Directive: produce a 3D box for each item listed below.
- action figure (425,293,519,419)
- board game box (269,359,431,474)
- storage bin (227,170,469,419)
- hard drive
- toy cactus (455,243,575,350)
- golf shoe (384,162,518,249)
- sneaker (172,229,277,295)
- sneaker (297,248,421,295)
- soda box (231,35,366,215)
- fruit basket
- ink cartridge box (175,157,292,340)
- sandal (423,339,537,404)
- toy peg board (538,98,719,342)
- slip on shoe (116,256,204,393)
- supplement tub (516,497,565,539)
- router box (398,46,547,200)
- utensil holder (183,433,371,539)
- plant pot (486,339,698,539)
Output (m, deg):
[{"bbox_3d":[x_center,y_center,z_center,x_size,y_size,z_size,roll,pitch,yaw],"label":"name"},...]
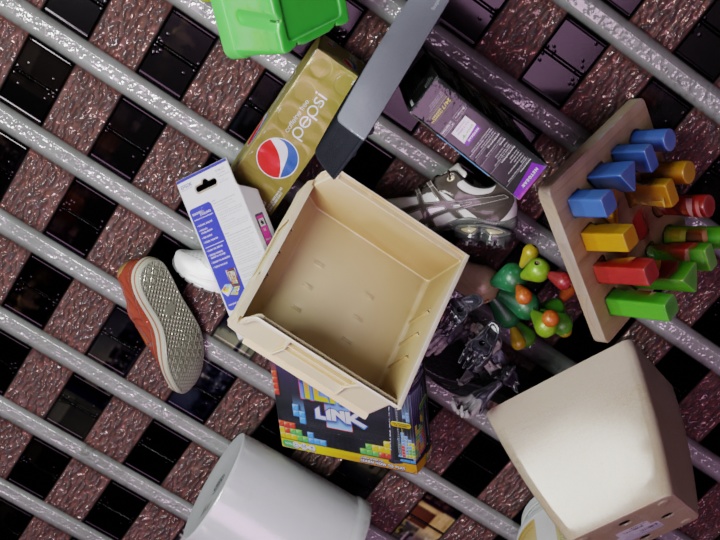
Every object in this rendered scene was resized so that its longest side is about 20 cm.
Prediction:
[{"bbox_3d":[0.127,0.102,1.334,0.101,0.119,0.200,-35,156,-4],"label":"action figure"},{"bbox_3d":[-0.013,0.158,1.423,0.197,0.057,0.168,7,120,25],"label":"board game box"},{"bbox_3d":[-0.014,0.024,1.248,0.197,0.202,0.094,33,154,-11],"label":"storage bin"},{"bbox_3d":[0.022,-0.201,1.173,0.042,0.202,0.135,32,160,-6],"label":"hard drive"},{"bbox_3d":[0.180,0.022,1.339,0.163,0.200,0.103,24,76,13],"label":"toy cactus"},{"bbox_3d":[0.089,-0.081,1.334,0.196,0.078,0.096,6,94,4],"label":"golf shoe"},{"bbox_3d":[-0.131,-0.012,1.384,0.196,0.075,0.089,6,105,-6],"label":"sneaker"},{"bbox_3d":[0.001,0.000,1.357,0.197,0.095,0.070,15,162,-19],"label":"sneaker"},{"bbox_3d":[-0.075,-0.167,1.295,0.067,0.064,0.201,32,114,-13],"label":"soda box"},{"bbox_3d":[-0.125,-0.335,1.190,0.154,0.214,0.218,-31,118,-26],"label":"fruit basket"},{"bbox_3d":[-0.139,-0.026,1.308,0.094,0.037,0.203,-18,97,40],"label":"ink cartridge box"},{"bbox_3d":[0.131,0.133,1.433,0.198,0.076,0.048,27,134,-10],"label":"sandal"},{"bbox_3d":[0.317,-0.056,1.243,0.097,0.200,0.201,4,127,48],"label":"toy peg board"},{"bbox_3d":[-0.252,0.068,1.433,0.061,0.074,0.202,9,131,38],"label":"slip on shoe"},{"bbox_3d":[0.278,0.394,1.480,0.142,0.201,0.147,2,118,3],"label":"supplement tub"},{"bbox_3d":[0.113,-0.164,1.207,0.148,0.200,0.051,36,105,-14],"label":"router box"},{"bbox_3d":[-0.111,0.333,1.497,0.198,0.171,0.171,33,115,-9],"label":"utensil holder"},{"bbox_3d":[0.299,0.232,1.365,0.198,0.179,0.200,-29,145,17],"label":"plant pot"}]
